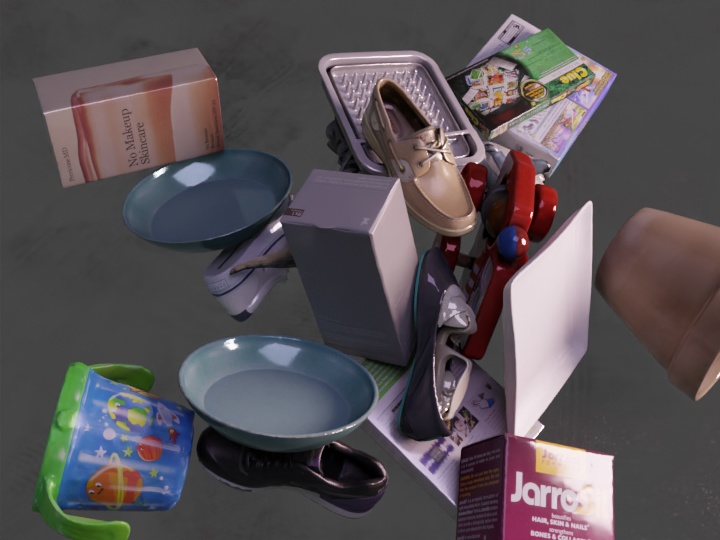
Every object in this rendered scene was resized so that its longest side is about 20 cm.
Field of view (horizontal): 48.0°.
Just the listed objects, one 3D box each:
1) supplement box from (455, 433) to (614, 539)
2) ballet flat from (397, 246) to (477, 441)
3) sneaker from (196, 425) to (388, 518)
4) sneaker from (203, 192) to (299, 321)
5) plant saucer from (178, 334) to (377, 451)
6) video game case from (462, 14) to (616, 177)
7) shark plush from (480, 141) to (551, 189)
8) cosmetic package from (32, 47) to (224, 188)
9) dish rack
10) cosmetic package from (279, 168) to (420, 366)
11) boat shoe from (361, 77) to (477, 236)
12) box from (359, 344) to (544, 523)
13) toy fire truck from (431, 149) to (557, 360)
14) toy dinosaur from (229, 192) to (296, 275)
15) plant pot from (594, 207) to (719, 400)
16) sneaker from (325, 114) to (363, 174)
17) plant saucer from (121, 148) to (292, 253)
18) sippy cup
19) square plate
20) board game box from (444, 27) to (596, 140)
[{"bbox_3d":[0.167,0.275,0.781,0.128,0.103,0.204,12,67,-16],"label":"supplement box"},{"bbox_3d":[0.087,0.078,0.845,0.071,0.073,0.205,10,82,-6],"label":"ballet flat"},{"bbox_3d":[-0.066,0.184,0.811,0.196,0.088,0.077,15,59,-3],"label":"sneaker"},{"bbox_3d":[-0.108,-0.019,0.932,0.072,0.072,0.201,-4,32,36],"label":"sneaker"},{"bbox_3d":[-0.081,0.124,0.801,0.195,0.037,0.201,8,20,-3],"label":"plant saucer"},{"bbox_3d":[0.238,-0.250,1.136,0.180,0.046,0.201,33,60,12],"label":"video game case"},{"bbox_3d":[0.161,-0.124,1.046,0.197,0.091,0.085,26,89,-2],"label":"shark plush"},{"bbox_3d":[-0.268,-0.181,0.949,0.196,0.105,0.088,-18,44,-19],"label":"cosmetic package"},{"bbox_3d":[0.044,-0.185,0.987,0.168,0.044,0.203,-9,58,-23],"label":"dish rack"},{"bbox_3d":[0.000,0.000,0.842,0.105,0.203,0.091,10,47,24],"label":"cosmetic package"},{"bbox_3d":[0.064,-0.125,0.874,0.071,0.065,0.202,-18,60,-22],"label":"boat shoe"},{"bbox_3d":[0.085,0.156,0.892,0.200,0.037,0.144,43,62,11],"label":"box"},{"bbox_3d":[0.151,-0.022,0.900,0.110,0.203,0.169,16,25,-6],"label":"toy fire truck"},{"bbox_3d":[-0.053,-0.035,0.893,0.047,0.090,0.198,26,18,39],"label":"toy dinosaur"},{"bbox_3d":[0.380,0.021,0.957,0.173,0.202,0.199,36,59,29],"label":"plant pot"},{"bbox_3d":[-0.016,-0.130,1.003,0.114,0.076,0.199,41,52,14],"label":"sneaker"},{"bbox_3d":[-0.171,-0.076,0.924,0.195,0.037,0.202,-6,37,4],"label":"plant saucer"},{"bbox_3d":[-0.229,0.168,0.768,0.128,0.140,0.182,14,68,-17],"label":"sippy cup"},{"bbox_3d":[0.201,0.053,0.876,0.028,0.204,0.197,14,36,34],"label":"square plate"},{"bbox_3d":[0.216,-0.257,1.097,0.198,0.024,0.105,-29,65,-22],"label":"board game box"}]
